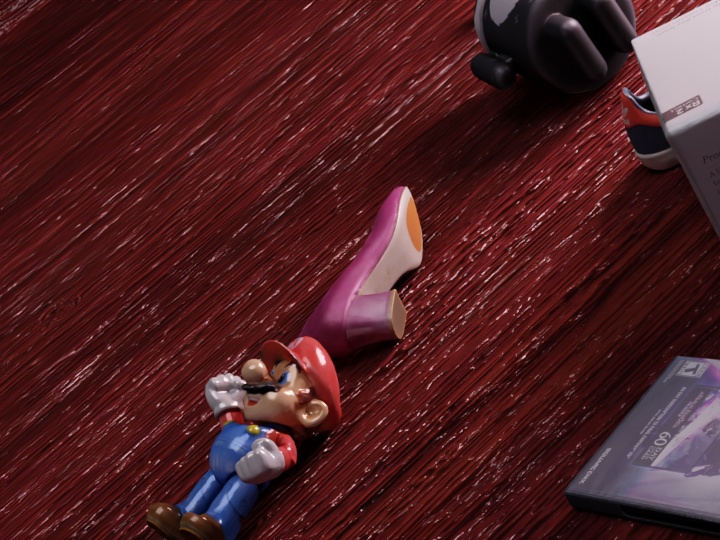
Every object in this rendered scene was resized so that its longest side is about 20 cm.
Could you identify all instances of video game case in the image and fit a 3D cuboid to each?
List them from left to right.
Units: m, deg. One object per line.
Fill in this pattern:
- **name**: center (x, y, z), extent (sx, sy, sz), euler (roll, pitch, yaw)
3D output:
- **video game case**: center (0.245, 0.115, 1.250), extent (0.143, 0.019, 0.199), euler (-46, 27, -27)

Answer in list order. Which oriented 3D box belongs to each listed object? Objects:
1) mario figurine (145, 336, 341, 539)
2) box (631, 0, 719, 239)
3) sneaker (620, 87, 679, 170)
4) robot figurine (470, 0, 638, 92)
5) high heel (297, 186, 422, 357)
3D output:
- **mario figurine**: center (-0.097, 0.127, 1.518), extent (0.123, 0.106, 0.200), euler (25, 63, 22)
- **box**: center (0.335, -0.137, 1.478), extent (0.198, 0.131, 0.200), euler (-26, 25, 12)
- **sneaker**: center (0.312, -0.168, 1.620), extent (0.199, 0.085, 0.075), euler (-31, 24, 1)
- **robot figurine**: center (0.189, -0.244, 1.855), extent (0.149, 0.126, 0.200), euler (-5, 17, -20)
- **high heel**: center (0.000, 0.000, 1.698), extent (0.095, 0.068, 0.201), euler (-11, 44, 19)
